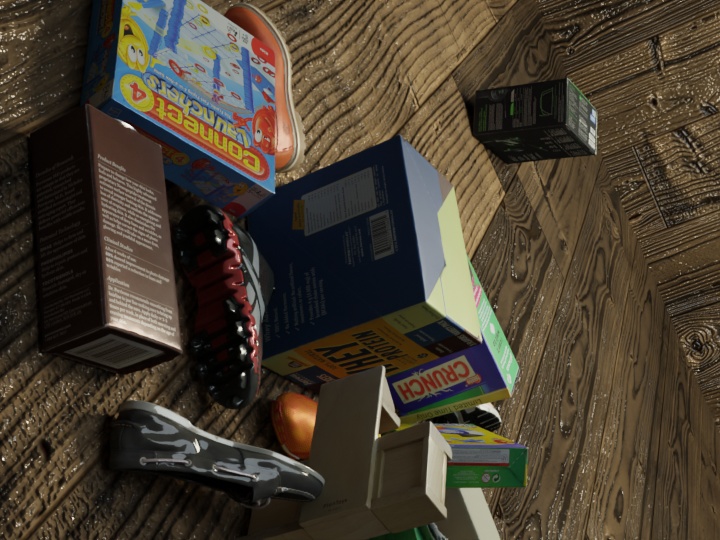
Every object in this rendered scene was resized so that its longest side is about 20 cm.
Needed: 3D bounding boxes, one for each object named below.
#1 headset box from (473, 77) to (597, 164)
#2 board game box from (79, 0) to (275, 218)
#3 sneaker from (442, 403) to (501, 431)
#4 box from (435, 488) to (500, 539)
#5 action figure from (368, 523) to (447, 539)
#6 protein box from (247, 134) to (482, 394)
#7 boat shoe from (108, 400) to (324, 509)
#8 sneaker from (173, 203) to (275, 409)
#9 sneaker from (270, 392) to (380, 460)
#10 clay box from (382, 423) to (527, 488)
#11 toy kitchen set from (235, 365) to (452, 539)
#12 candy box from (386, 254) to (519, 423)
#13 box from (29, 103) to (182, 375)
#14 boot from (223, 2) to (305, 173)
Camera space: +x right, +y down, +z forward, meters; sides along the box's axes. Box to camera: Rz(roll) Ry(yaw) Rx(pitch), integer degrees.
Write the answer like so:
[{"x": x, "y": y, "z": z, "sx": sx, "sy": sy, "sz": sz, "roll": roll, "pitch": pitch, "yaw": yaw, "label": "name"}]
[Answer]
[{"x": 0.323, "y": -0.276, "z": 2.194, "sx": 0.174, "sy": 0.198, "sz": 0.094, "roll": 25, "pitch": 65, "yaw": -57, "label": "headset box"}, {"x": -0.173, "y": -0.180, "z": 1.148, "sx": 0.199, "sy": 0.056, "sz": 0.197, "roll": 29, "pitch": 44, "yaw": -37, "label": "board game box"}, {"x": 0.129, "y": 0.163, "z": 1.565, "sx": 0.200, "sy": 0.073, "sz": 0.081, "roll": 44, "pitch": 28, "yaw": -48, "label": "sneaker"}, {"x": 0.121, "y": 0.329, "z": 1.404, "sx": 0.068, "sy": 0.082, "sz": 0.202, "roll": -24, "pitch": 94, "yaw": -66, "label": "box"}, {"x": 0.047, "y": 0.284, "z": 1.198, "sx": 0.054, "sy": 0.118, "sz": 0.201, "roll": 32, "pitch": 24, "yaw": -25, "label": "action figure"}, {"x": 0.000, "y": 0.000, "z": 1.253, "sx": 0.135, "sy": 0.199, "sz": 0.200, "roll": 35, "pitch": 41, "yaw": -52, "label": "protein box"}, {"x": -0.122, "y": 0.170, "z": 0.982, "sx": 0.199, "sy": 0.067, "sz": 0.057, "roll": 27, "pitch": 61, "yaw": -26, "label": "boat shoe"}, {"x": -0.119, "y": 0.037, "z": 1.125, "sx": 0.098, "sy": 0.070, "sz": 0.202, "roll": 22, "pitch": 51, "yaw": -57, "label": "sneaker"}, {"x": -0.025, "y": 0.169, "z": 1.220, "sx": 0.200, "sy": 0.077, "sz": 0.074, "roll": 35, "pitch": 42, "yaw": -50, "label": "sneaker"}, {"x": 0.096, "y": 0.201, "z": 1.298, "sx": 0.200, "sy": 0.114, "sz": 0.048, "roll": -173, "pitch": -95, "yaw": -75, "label": "clay box"}, {"x": 0.018, "y": 0.218, "z": 1.116, "sx": 0.181, "sy": 0.199, "sz": 0.164, "roll": 52, "pitch": 29, "yaw": -34, "label": "toy kitchen set"}, {"x": 0.074, "y": 0.072, "z": 1.394, "sx": 0.201, "sy": 0.168, "sz": 0.077, "roll": 62, "pitch": 28, "yaw": -16, "label": "candy box"}, {"x": -0.213, "y": -0.024, "z": 0.972, "sx": 0.100, "sy": 0.074, "sz": 0.202, "roll": 29, "pitch": 47, "yaw": -55, "label": "box"}, {"x": -0.127, "y": -0.210, "z": 1.314, "sx": 0.107, "sy": 0.075, "sz": 0.202, "roll": -5, "pitch": 77, "yaw": -61, "label": "boot"}]
